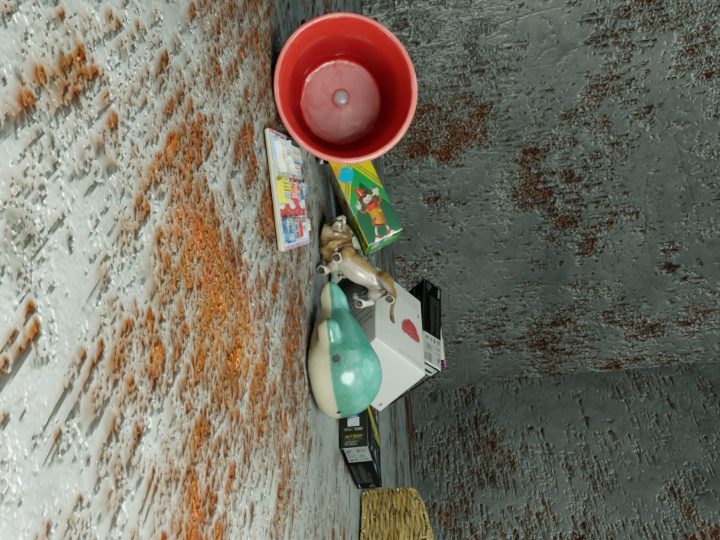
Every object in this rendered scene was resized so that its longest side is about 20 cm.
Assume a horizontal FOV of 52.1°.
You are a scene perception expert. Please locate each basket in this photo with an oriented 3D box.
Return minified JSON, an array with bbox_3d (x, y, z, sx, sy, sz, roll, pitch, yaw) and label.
[{"bbox_3d":[0.075,0.545,1.428,0.201,0.140,0.151,-86,168,-58],"label":"basket"}]

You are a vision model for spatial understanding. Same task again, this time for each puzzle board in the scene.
[{"bbox_3d":[-0.094,-0.109,1.005,0.200,0.017,0.154,-47,131,-83],"label":"puzzle board"}]

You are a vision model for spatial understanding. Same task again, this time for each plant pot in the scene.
[{"bbox_3d":[-0.025,-0.254,1.068,0.177,0.196,0.205,-118,-159,-82],"label":"plant pot"}]

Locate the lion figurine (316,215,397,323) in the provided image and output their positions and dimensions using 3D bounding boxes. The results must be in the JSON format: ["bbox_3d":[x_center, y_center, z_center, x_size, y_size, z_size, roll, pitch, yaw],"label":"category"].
[{"bbox_3d":[0.000,0.000,1.241,0.200,0.072,0.122,46,23,1],"label":"lion figurine"}]

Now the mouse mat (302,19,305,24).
[{"bbox_3d":[-0.085,-0.341,1.364,0.200,0.007,0.164,70,16,-71],"label":"mouse mat"}]

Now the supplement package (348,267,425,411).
[{"bbox_3d":[0.032,0.119,1.306,0.121,0.120,0.202,37,29,-22],"label":"supplement package"}]

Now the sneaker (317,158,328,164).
[{"bbox_3d":[-0.029,-0.241,1.365,0.200,0.088,0.071,-66,154,-73],"label":"sneaker"}]

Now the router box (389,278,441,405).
[{"bbox_3d":[0.089,0.135,1.407,0.051,0.149,0.202,31,41,-23],"label":"router box"}]

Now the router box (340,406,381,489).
[{"bbox_3d":[0.001,0.295,1.372,0.201,0.051,0.160,76,9,-53],"label":"router box"}]

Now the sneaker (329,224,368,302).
[{"bbox_3d":[-0.029,-0.017,1.329,0.201,0.073,0.090,-101,176,-61],"label":"sneaker"}]

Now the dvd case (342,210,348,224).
[{"bbox_3d":[-0.024,-0.168,1.609,0.201,0.024,0.153,-85,161,-64],"label":"dvd case"}]

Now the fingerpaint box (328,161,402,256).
[{"bbox_3d":[0.007,-0.124,1.357,0.200,0.072,0.169,107,-42,-85],"label":"fingerpaint box"}]

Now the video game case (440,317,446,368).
[{"bbox_3d":[0.076,0.135,1.555,0.036,0.196,0.183,76,11,-45],"label":"video game case"}]

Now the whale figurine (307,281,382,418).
[{"bbox_3d":[-0.020,0.115,1.088,0.160,0.102,0.203,75,11,-54],"label":"whale figurine"}]

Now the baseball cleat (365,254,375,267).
[{"bbox_3d":[-0.008,0.013,1.474,0.201,0.105,0.070,56,-46,37],"label":"baseball cleat"}]
